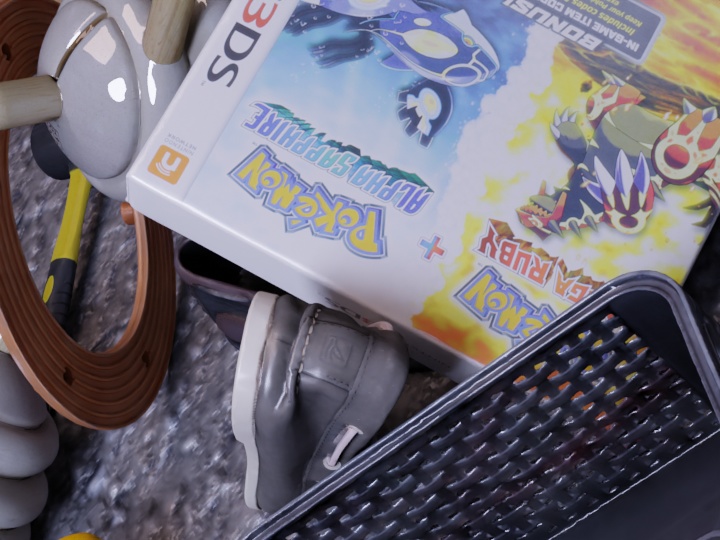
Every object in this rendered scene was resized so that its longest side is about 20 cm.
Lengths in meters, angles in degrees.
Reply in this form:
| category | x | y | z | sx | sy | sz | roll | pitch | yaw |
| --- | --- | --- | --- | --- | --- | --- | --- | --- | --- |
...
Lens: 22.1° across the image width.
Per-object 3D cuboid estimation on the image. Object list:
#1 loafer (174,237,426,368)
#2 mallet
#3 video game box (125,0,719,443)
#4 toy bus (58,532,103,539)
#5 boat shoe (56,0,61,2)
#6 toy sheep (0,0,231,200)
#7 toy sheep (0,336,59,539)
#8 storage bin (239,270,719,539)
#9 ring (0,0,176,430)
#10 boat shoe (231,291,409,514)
| category | x | y | z | sx | sy | sz | roll | pitch | yaw |
| --- | --- | --- | --- | --- | --- | --- | --- | --- | --- |
| loafer | 0.000 | 0.000 | 0.782 | 0.200 | 0.063 | 0.072 | -10 | 52 | 42 |
| mallet | -0.150 | -0.013 | 0.986 | 0.066 | 0.041 | 0.200 | -24 | 48 | 29 |
| video game box | 0.041 | -0.059 | 0.693 | 0.182 | 0.200 | 0.047 | -62 | -3 | -12 |
| toy bus | -0.105 | 0.203 | 0.716 | 0.078 | 0.065 | 0.200 | -38 | 37 | 14 |
| boat shoe | -0.172 | -0.219 | 1.161 | 0.071 | 0.065 | 0.200 | -17 | 47 | 38 |
| toy sheep | -0.069 | -0.090 | 0.789 | 0.138 | 0.200 | 0.138 | 25 | 119 | 55 |
| toy sheep | -0.208 | 0.094 | 0.866 | 0.200 | 0.138 | 0.138 | -51 | 35 | 8 |
| storage bin | 0.059 | 0.114 | 0.593 | 0.200 | 0.094 | 0.135 | -37 | 38 | 19 |
| ring | -0.133 | -0.026 | 0.837 | 0.019 | 0.200 | 0.201 | -10 | 49 | 17 |
| boat shoe | -0.011 | 0.058 | 0.689 | 0.057 | 0.200 | 0.067 | 12 | 75 | 5 |
